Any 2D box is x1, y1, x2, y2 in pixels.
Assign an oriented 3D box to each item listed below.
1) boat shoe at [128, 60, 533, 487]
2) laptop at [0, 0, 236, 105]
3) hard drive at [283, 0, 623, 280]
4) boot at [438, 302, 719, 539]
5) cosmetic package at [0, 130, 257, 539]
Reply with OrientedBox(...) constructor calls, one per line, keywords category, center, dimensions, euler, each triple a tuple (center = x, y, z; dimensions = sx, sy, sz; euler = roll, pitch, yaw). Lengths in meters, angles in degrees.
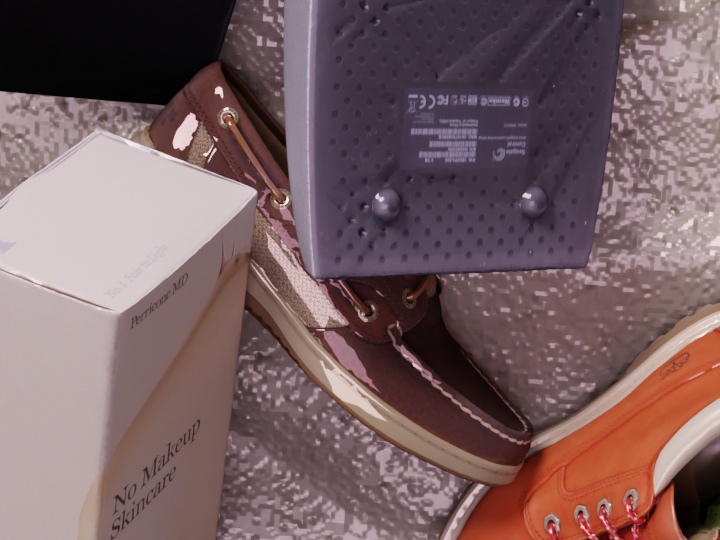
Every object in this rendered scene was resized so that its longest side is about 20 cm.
OrientedBox(category="boat shoe", center=(0.000, 0.000, 0.770), dimensions=(0.200, 0.072, 0.072), euler=(43, 104, -2))
OrientedBox(category="laptop", center=(-0.126, -0.164, 0.712), dimensions=(0.176, 0.103, 0.201), euler=(4, 95, -15))
OrientedBox(category="hard drive", center=(0.033, -0.100, 0.722), dimensions=(0.134, 0.042, 0.201), euler=(-3, 102, -31))
OrientedBox(category="boot", center=(0.097, 0.099, 0.773), dimensions=(0.075, 0.107, 0.200), euler=(41, 105, -10))
OrientedBox(category="cosmetic package", center=(-0.101, 0.064, 0.740), dimensions=(0.073, 0.104, 0.201), euler=(21, 125, 17))
